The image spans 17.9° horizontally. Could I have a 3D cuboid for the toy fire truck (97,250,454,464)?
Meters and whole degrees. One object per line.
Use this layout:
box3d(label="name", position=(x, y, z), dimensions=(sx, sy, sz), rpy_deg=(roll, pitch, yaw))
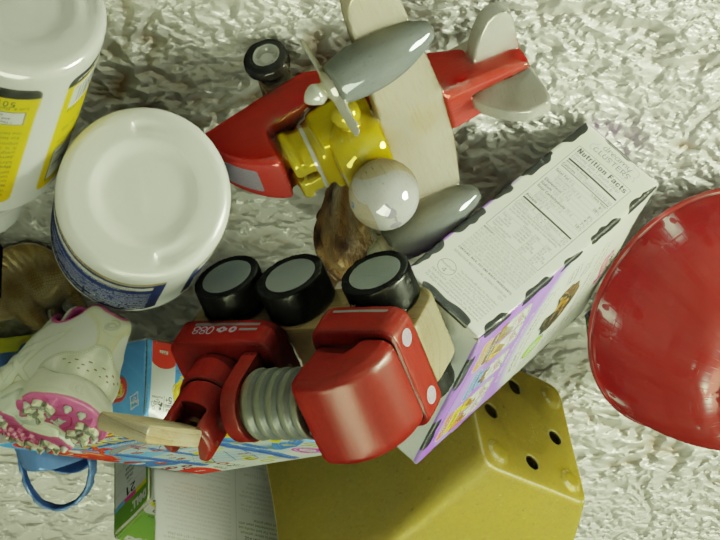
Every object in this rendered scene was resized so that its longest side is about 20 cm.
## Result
box3d(label="toy fire truck", position=(-0.059, 0.075, 1.412), dimensions=(0.175, 0.200, 0.129), rpy_deg=(-1, 128, 31))

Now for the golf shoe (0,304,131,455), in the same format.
box3d(label="golf shoe", position=(-0.210, 0.075, 1.574), dimensions=(0.075, 0.092, 0.200), rpy_deg=(30, 160, -24))

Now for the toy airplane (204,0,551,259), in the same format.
box3d(label="toy airplane", position=(0.025, -0.087, 1.443), dimensions=(0.199, 0.142, 0.199), rpy_deg=(20, 137, -28))

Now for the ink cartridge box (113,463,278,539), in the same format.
box3d(label="ink cartridge box", position=(-0.121, 0.215, 1.839), dimensions=(0.147, 0.201, 0.076), rpy_deg=(16, 143, -27))

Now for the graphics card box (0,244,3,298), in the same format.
box3d(label="graphics card box", position=(-0.341, -0.036, 1.571), dimensions=(0.124, 0.051, 0.200), rpy_deg=(-11, 148, 10))

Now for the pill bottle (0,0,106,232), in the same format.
box3d(label="pill bottle", position=(-0.230, -0.106, 1.417), dimensions=(0.110, 0.112, 0.200), rpy_deg=(7, 145, -16))

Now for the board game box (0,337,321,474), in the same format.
box3d(label="board game box", position=(-0.137, 0.104, 1.684), dimensions=(0.195, 0.056, 0.199), rpy_deg=(12, 163, -39))

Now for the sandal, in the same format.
box3d(label="sandal", position=(-0.247, 0.121, 1.790), dimensions=(0.079, 0.088, 0.200), rpy_deg=(-8, 145, 10))

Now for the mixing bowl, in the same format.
box3d(label="mixing bowl", position=(0.272, 0.054, 1.625), dimensions=(0.199, 0.108, 0.202), rpy_deg=(-10, 121, -17))

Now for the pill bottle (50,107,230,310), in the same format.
box3d(label="pill bottle", position=(-0.149, -0.033, 1.497), dimensions=(0.110, 0.112, 0.200), rpy_deg=(2, 171, -9))

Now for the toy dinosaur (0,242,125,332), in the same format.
box3d(label="toy dinosaur", position=(-0.239, 0.021, 1.682), dimensions=(0.199, 0.058, 0.101), rpy_deg=(-27, 126, 21))

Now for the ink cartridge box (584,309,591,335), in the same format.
box3d(label="ink cartridge box", position=(0.274, 0.023, 1.720), dimensions=(0.108, 0.051, 0.200), rpy_deg=(20, 141, -30))

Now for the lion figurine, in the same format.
box3d(label="lion figurine", position=(0.000, 0.000, 1.630), dimensions=(0.072, 0.123, 0.200), rpy_deg=(6, 163, -1))

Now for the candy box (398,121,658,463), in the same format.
box3d(label="candy box", position=(0.097, 0.015, 1.568), dimensions=(0.200, 0.071, 0.168), rpy_deg=(-39, 164, -33))

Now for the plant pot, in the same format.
box3d(label="plant pot", position=(0.064, 0.170, 1.812), dimensions=(0.193, 0.197, 0.200), rpy_deg=(24, 129, -36))
